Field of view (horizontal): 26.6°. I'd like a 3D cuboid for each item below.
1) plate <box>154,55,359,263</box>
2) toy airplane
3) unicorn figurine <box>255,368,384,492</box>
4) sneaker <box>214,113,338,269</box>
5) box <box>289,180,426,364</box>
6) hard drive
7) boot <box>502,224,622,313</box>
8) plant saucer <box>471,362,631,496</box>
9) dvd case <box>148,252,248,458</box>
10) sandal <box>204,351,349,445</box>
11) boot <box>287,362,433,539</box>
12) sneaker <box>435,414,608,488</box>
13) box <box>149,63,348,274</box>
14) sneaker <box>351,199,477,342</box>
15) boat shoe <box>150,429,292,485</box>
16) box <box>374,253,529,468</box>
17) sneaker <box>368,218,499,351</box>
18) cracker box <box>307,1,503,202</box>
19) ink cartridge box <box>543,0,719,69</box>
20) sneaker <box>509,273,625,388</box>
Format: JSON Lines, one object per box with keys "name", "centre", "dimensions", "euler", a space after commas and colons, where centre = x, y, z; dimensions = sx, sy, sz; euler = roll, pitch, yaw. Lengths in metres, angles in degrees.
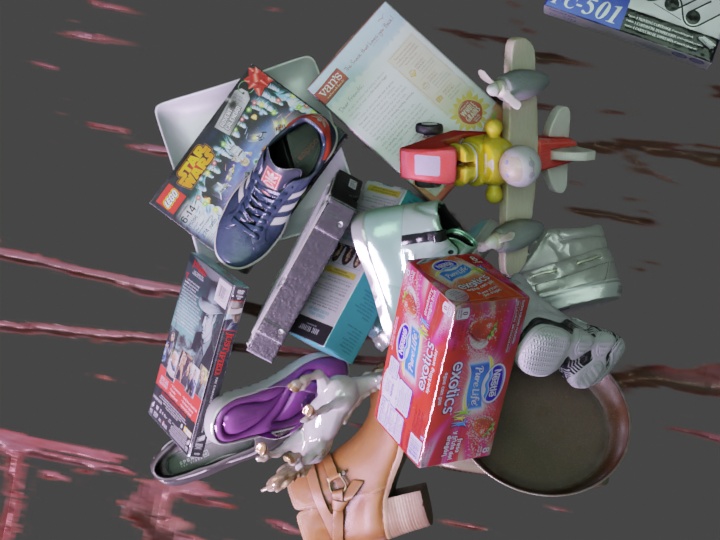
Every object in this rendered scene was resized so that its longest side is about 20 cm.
{"name": "plate", "centre": [-0.118, -0.127, 1.778], "dimensions": [0.200, 0.032, 0.200], "euler": [-18, 86, 5]}
{"name": "toy airplane", "centre": [0.166, -0.120, 1.650], "dimensions": [0.199, 0.141, 0.200], "euler": [-46, 112, -2]}
{"name": "unicorn figurine", "centre": [-0.033, 0.157, 1.670], "dimensions": [0.200, 0.137, 0.074], "euler": [-45, 66, 27]}
{"name": "sneaker", "centre": [-0.100, -0.091, 1.676], "dimensions": [0.075, 0.085, 0.200], "euler": [32, 91, 4]}
{"name": "box", "centre": [0.000, 0.000, 1.715], "dimensions": [0.049, 0.082, 0.200], "euler": [33, 82, -34]}
{"name": "hard drive", "centre": [-0.062, -0.008, 1.692], "dimensions": [0.038, 0.140, 0.200], "euler": [27, 107, -5]}
{"name": "boot", "centre": [0.190, 0.007, 1.729], "dimensions": [0.200, 0.074, 0.096], "euler": [-13, 78, -1]}
{"name": "plant saucer", "centre": [0.200, 0.167, 1.693], "dimensions": [0.200, 0.032, 0.200], "euler": [2, 55, -3]}
{"name": "dvd case", "centre": [-0.185, 0.093, 1.714], "dimensions": [0.022, 0.146, 0.200], "euler": [10, 100, -28]}
{"name": "sandal", "centre": [-0.083, 0.154, 1.702], "dimensions": [0.050, 0.203, 0.083], "euler": [26, 127, 43]}
{"name": "boot", "centre": [-0.012, 0.214, 1.736], "dimensions": [0.155, 0.074, 0.200], "euler": [-13, 81, 12]}
{"name": "sneaker", "centre": [0.183, 0.199, 1.716], "dimensions": [0.200, 0.070, 0.076], "euler": [8, 81, 4]}
{"name": "box", "centre": [-0.127, -0.116, 1.742], "dimensions": [0.137, 0.040, 0.200], "euler": [36, 92, 7]}
{"name": "sneaker", "centre": [0.078, 0.017, 1.637], "dimensions": [0.118, 0.074, 0.201], "euler": [-13, 116, 22]}
{"name": "boat shoe", "centre": [-0.150, 0.194, 1.756], "dimensions": [0.200, 0.057, 0.067], "euler": [-28, 85, 4]}
{"name": "box", "centre": [0.092, 0.093, 1.584], "dimensions": [0.095, 0.100, 0.200], "euler": [-7, 121, -30]}
{"name": "sneaker", "centre": [0.071, -0.001, 1.733], "dimensions": [0.200, 0.074, 0.082], "euler": [-43, 87, 2]}
{"name": "cracker box", "centre": [0.056, -0.189, 1.734], "dimensions": [0.200, 0.058, 0.134], "euler": [42, 92, -6]}
{"name": "ink cartridge box", "centre": [0.317, -0.307, 1.733], "dimensions": [0.200, 0.044, 0.094], "euler": [20, 88, 7]}
{"name": "sneaker", "centre": [0.206, 0.062, 1.659], "dimensions": [0.115, 0.200, 0.075], "euler": [48, 111, 33]}
